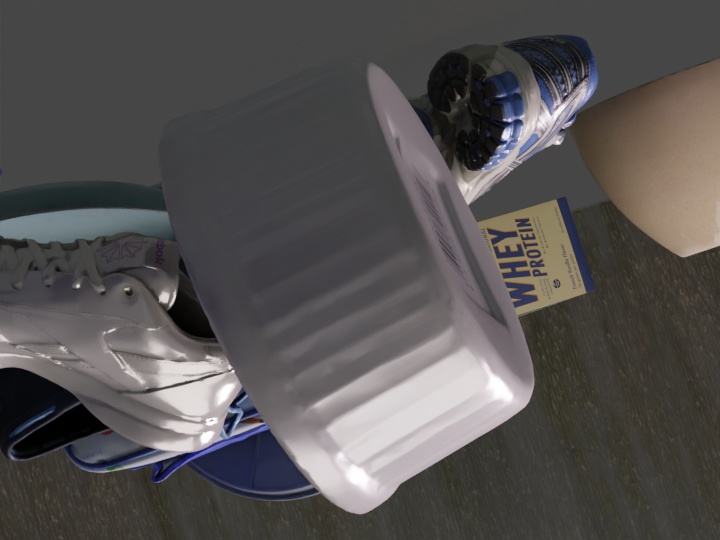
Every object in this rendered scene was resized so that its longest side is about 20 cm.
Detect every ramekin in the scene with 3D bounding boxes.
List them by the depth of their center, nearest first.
[{"bbox_3d":[0.000,0.000,0.860,0.097,0.201,0.200,-26,176,11],"label":"ramekin"}]

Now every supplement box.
[{"bbox_3d":[0.170,0.006,2.550,0.199,0.135,0.200,-17,177,-28],"label":"supplement box"}]

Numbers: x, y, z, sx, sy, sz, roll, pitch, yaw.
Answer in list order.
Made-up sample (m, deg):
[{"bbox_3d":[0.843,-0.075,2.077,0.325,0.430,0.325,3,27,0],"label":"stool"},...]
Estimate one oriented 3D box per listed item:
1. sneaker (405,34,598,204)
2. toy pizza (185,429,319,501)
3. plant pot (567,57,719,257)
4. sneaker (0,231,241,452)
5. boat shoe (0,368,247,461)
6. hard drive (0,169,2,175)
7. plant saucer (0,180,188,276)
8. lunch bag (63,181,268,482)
[{"bbox_3d":[0.073,-0.078,1.018,0.085,0.077,0.200,-22,179,-18],"label":"sneaker"},{"bbox_3d":[-0.046,0.036,1.124,0.199,0.201,0.032,-20,165,25],"label":"toy pizza"},{"bbox_3d":[0.279,-0.088,1.507,0.199,0.135,0.200,-18,177,-1],"label":"plant pot"},{"bbox_3d":[-0.137,0.007,0.864,0.199,0.075,0.100,23,120,-20],"label":"sneaker"},{"bbox_3d":[-0.099,0.060,1.000,0.199,0.069,0.084,-19,142,15],"label":"boat shoe"},{"bbox_3d":[-0.251,-0.010,0.700,0.199,0.026,0.132,-20,177,18],"label":"hard drive"},{"bbox_3d":[-0.155,0.001,0.974,0.199,0.028,0.200,-10,157,-4],"label":"plant saucer"},{"bbox_3d":[-0.100,0.031,1.090,0.199,0.161,0.075,-21,176,25],"label":"lunch bag"}]
